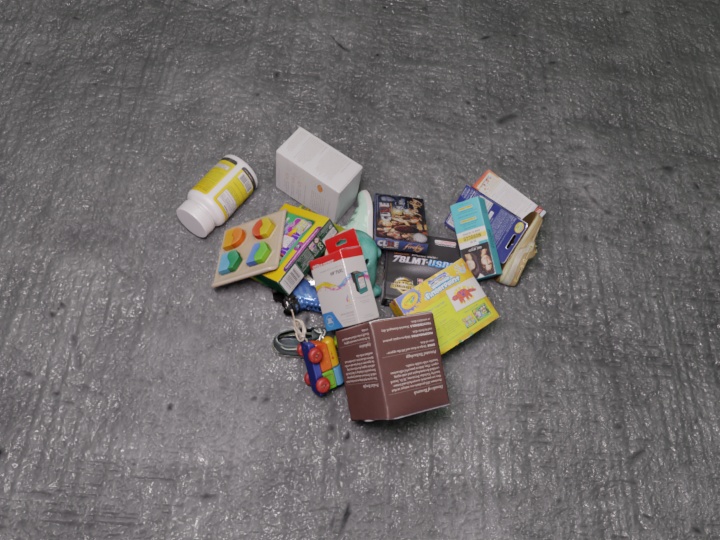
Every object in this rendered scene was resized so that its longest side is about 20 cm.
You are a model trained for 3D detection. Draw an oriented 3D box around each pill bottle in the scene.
[{"bbox_3d":[-0.360,-0.186,1.550,0.114,0.115,0.201,33,63,10],"label":"pill bottle"}]

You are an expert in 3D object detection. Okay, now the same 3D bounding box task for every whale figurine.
[{"bbox_3d":[0.000,0.000,1.462,0.159,0.201,0.103,-37,30,-24],"label":"whale figurine"}]

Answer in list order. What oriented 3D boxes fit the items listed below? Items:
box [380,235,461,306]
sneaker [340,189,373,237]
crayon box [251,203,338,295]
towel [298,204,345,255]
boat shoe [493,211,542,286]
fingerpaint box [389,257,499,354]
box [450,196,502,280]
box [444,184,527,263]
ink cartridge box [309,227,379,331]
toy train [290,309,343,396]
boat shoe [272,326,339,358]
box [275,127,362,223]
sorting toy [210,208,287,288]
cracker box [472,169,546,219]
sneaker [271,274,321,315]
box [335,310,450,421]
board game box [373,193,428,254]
[{"bbox_3d":[0.156,0.004,1.558,0.197,0.050,0.201,8,62,-4],"label":"box"},{"bbox_3d":[-0.028,-0.124,1.586,0.117,0.074,0.202,1,61,-3],"label":"sneaker"},{"bbox_3d":[-0.177,-0.055,1.478,0.172,0.058,0.201,20,65,42],"label":"crayon box"},{"bbox_3d":[-0.108,-0.098,1.543,0.199,0.018,0.086,30,75,33],"label":"towel"},{"bbox_3d":[0.411,-0.053,1.572,0.066,0.074,0.201,24,105,-13],"label":"boat shoe"},{"bbox_3d":[0.196,0.095,1.455,0.199,0.073,0.168,-31,82,-15],"label":"fingerpaint box"},{"bbox_3d":[0.292,-0.078,1.564,0.082,0.049,0.202,-17,80,31],"label":"box"},{"bbox_3d":[0.325,-0.119,1.591,0.200,0.122,0.032,39,19,28],"label":"box"},{"bbox_3d":[-0.042,0.021,1.345,0.067,0.116,0.202,-12,85,-43],"label":"ink cartridge box"},{"bbox_3d":[-0.078,0.165,1.377,0.115,0.084,0.202,-19,103,-25],"label":"toy train"},{"bbox_3d":[-0.105,0.165,1.426,0.197,0.062,0.074,-1,63,-5],"label":"boat shoe"},{"bbox_3d":[-0.110,-0.241,1.591,0.199,0.153,0.107,34,62,10],"label":"box"},{"bbox_3d":[-0.266,-0.058,1.466,0.183,0.037,0.202,-16,45,23],"label":"sorting toy"},{"bbox_3d":[0.381,-0.162,1.670,0.200,0.058,0.134,40,66,14],"label":"cracker box"},{"bbox_3d":[-0.124,0.081,1.459,0.199,0.077,0.111,37,58,17],"label":"sneaker"},{"bbox_3d":[0.065,0.205,1.322,0.163,0.165,0.203,-7,82,-31],"label":"box"},{"bbox_3d":[0.100,-0.124,1.583,0.134,0.035,0.201,6,39,-5],"label":"board game box"}]
